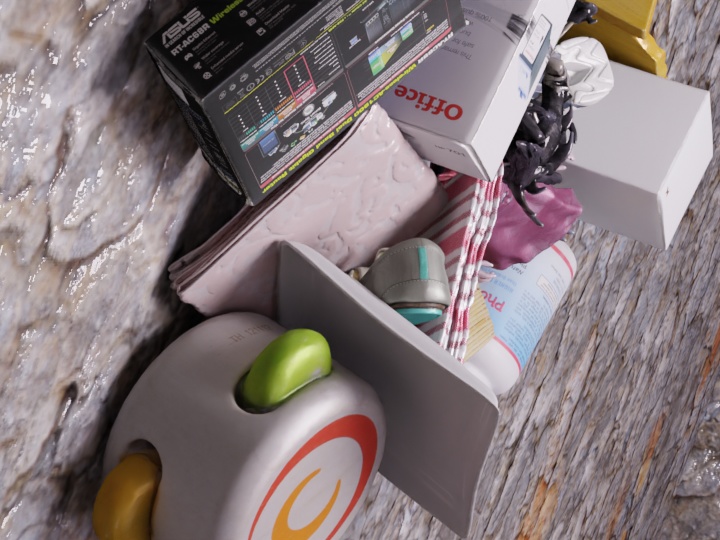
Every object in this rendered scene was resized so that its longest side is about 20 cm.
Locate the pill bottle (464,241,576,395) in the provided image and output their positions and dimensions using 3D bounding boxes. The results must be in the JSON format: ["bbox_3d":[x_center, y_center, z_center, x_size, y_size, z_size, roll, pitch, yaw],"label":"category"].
[{"bbox_3d":[0.121,0.049,1.719,0.200,0.109,0.109,-59,157,-24],"label":"pill bottle"}]

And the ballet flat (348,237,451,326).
[{"bbox_3d":[0.016,0.021,1.317,0.200,0.067,0.064,145,-56,-65],"label":"ballet flat"}]

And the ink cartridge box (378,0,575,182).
[{"bbox_3d":[0.066,-0.186,1.316,0.200,0.146,0.086,-65,158,-9],"label":"ink cartridge box"}]

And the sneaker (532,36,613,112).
[{"bbox_3d":[0.107,-0.150,1.545,0.199,0.080,0.130,-19,178,-27],"label":"sneaker"}]

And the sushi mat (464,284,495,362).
[{"bbox_3d":[0.078,0.035,1.559,0.096,0.012,0.200,69,20,-3],"label":"sushi mat"}]

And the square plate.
[{"bbox_3d":[0.018,0.084,1.279,0.028,0.200,0.198,-42,158,-28],"label":"square plate"}]

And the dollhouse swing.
[{"bbox_3d":[0.263,-0.269,1.707,0.176,0.182,0.200,-50,153,-15],"label":"dollhouse swing"}]

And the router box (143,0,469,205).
[{"bbox_3d":[-0.029,-0.152,1.134,0.200,0.062,0.150,-40,156,-9],"label":"router box"}]

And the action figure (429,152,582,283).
[{"bbox_3d":[0.109,-0.076,1.528,0.134,0.149,0.200,-46,146,5],"label":"action figure"}]

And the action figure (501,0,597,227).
[{"bbox_3d":[0.123,-0.138,1.390,0.119,0.102,0.200,31,68,-63],"label":"action figure"}]

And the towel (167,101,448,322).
[{"bbox_3d":[-0.033,-0.028,1.291,0.191,0.032,0.200,-42,156,2],"label":"towel"}]

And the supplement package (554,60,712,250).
[{"bbox_3d":[0.214,-0.121,1.655,0.117,0.200,0.117,-60,157,-19],"label":"supplement package"}]

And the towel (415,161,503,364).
[{"bbox_3d":[0.061,0.018,1.367,0.146,0.030,0.200,145,-38,-67],"label":"towel"}]

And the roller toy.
[{"bbox_3d":[-0.087,0.130,1.255,0.200,0.140,0.182,-55,152,-6],"label":"roller toy"}]
